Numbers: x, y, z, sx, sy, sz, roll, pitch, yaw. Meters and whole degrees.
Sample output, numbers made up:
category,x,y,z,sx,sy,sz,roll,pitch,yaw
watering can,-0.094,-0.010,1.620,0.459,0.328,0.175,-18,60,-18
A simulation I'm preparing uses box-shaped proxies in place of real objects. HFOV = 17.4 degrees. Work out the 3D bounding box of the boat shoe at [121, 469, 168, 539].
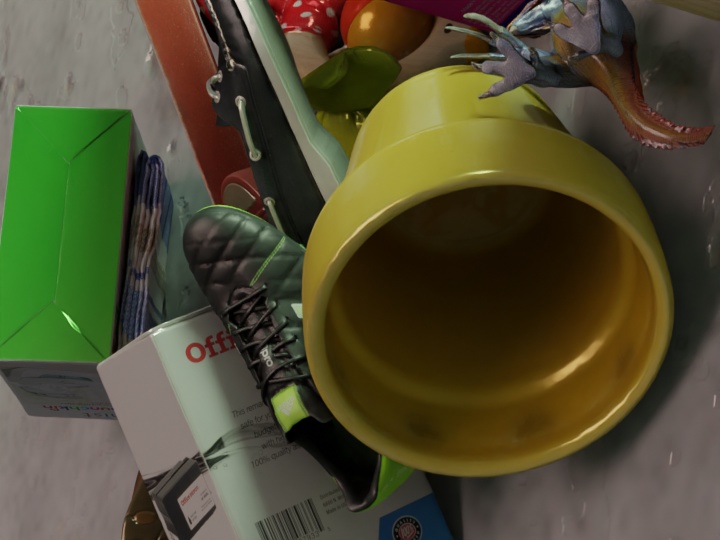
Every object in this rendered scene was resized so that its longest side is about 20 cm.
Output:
category,x,y,z,sx,sy,sz,roll,pitch,yaw
boat shoe,-0.130,0.164,1.702,0.068,0.072,0.201,92,-177,-68

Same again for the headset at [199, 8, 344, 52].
category,x,y,z,sx,sy,sz,roll,pitch,yaw
headset,-0.056,-0.182,1.673,0.094,0.123,0.201,-91,3,-76

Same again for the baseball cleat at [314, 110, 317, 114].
category,x,y,z,sx,sy,sz,roll,pitch,yaw
baseball cleat,-0.032,-0.043,1.598,0.200,0.070,0.106,-61,19,-17

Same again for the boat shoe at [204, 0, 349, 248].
category,x,y,z,sx,sy,sz,roll,pitch,yaw
boat shoe,-0.061,-0.098,1.424,0.060,0.076,0.200,-24,94,13

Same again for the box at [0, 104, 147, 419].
category,x,y,z,sx,sy,sz,roll,pitch,yaw
box,-0.218,-0.002,1.798,0.177,0.096,0.201,82,-169,-72

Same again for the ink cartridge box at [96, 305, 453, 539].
category,x,y,z,sx,sy,sz,roll,pitch,yaw
ink cartridge box,-0.050,0.115,1.429,0.084,0.144,0.201,-29,83,53

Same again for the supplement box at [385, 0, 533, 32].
category,x,y,z,sx,sy,sz,roll,pitch,yaw
supplement box,0.028,-0.234,1.451,0.103,0.199,0.101,-40,46,45

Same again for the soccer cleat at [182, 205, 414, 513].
category,x,y,z,sx,sy,sz,roll,pitch,yaw
soccer cleat,-0.037,0.050,1.361,0.067,0.200,0.081,-33,10,30

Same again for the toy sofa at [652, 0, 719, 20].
category,x,y,z,sx,sy,sz,roll,pitch,yaw
toy sofa,0.195,-0.248,1.294,0.098,0.083,0.201,-27,56,53

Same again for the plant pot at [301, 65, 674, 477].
category,x,y,z,sx,sy,sz,roll,pitch,yaw
plant pot,0.064,-0.018,1.334,0.201,0.200,0.189,-59,20,28

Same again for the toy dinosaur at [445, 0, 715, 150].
category,x,y,z,sx,sy,sz,roll,pitch,yaw
toy dinosaur,0.121,-0.125,1.350,0.105,0.181,0.200,-42,80,19

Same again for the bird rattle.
category,x,y,z,sx,sy,sz,roll,pitch,yaw
bird rattle,-0.004,-0.149,1.551,0.200,0.163,0.113,58,171,49

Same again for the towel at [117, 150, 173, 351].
category,x,y,z,sx,sy,sz,roll,pitch,yaw
towel,-0.160,0.025,1.783,0.147,0.024,0.201,86,-173,-73

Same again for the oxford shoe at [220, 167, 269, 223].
category,x,y,z,sx,sy,sz,roll,pitch,yaw
oxford shoe,0.000,0.000,1.498,0.200,0.075,0.070,51,147,9

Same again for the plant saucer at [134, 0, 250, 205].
category,x,y,z,sx,sy,sz,roll,pitch,yaw
plant saucer,-0.112,-0.125,1.622,0.200,0.037,0.201,-117,5,-78
